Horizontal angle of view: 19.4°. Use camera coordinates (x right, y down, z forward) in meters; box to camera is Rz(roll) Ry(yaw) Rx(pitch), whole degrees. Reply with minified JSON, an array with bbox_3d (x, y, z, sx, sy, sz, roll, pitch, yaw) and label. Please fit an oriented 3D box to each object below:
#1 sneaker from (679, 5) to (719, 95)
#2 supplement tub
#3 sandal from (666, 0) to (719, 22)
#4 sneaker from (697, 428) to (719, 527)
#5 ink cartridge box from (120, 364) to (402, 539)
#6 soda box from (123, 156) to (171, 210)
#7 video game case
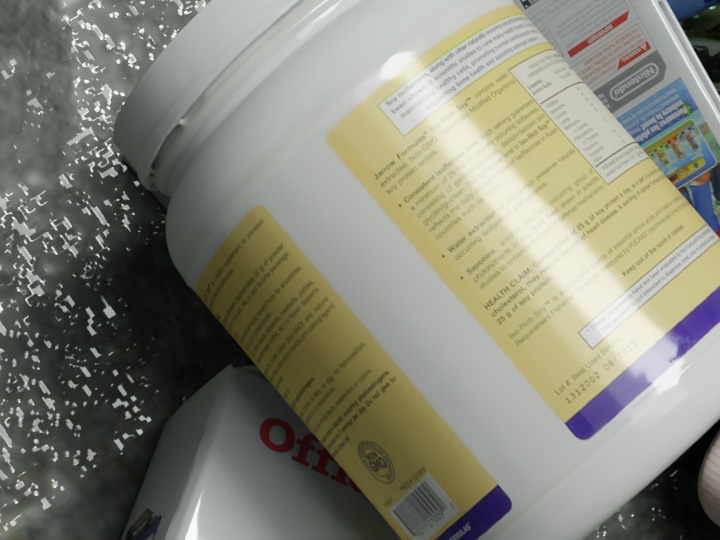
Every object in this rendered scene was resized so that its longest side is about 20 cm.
[{"bbox_3d":[0.163,-0.093,0.946,0.198,0.077,0.089,-2,40,-24],"label":"sneaker"},{"bbox_3d":[0.027,-0.007,0.699,0.145,0.145,0.200,-36,82,-31],"label":"supplement tub"},{"bbox_3d":[0.108,-0.125,0.865,0.198,0.079,0.088,13,88,19],"label":"sandal"},{"bbox_3d":[0.218,0.073,0.880,0.199,0.104,0.076,-16,119,-44],"label":"sneaker"},{"bbox_3d":[-0.026,0.156,0.735,0.144,0.087,0.201,27,63,-15],"label":"ink cartridge box"},{"bbox_3d":[0.000,0.000,0.809,0.063,0.068,0.200,-38,84,-31],"label":"soda box"},{"bbox_3d":[0.085,-0.028,0.832,0.018,0.143,0.201,-16,76,-61],"label":"video game case"}]
